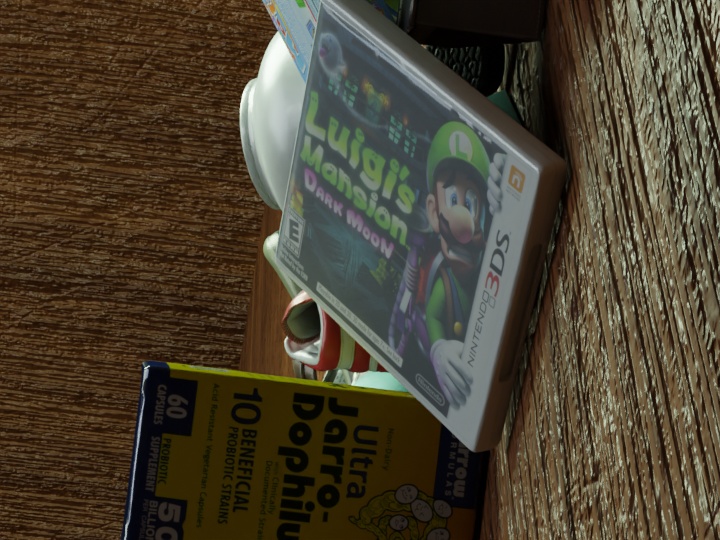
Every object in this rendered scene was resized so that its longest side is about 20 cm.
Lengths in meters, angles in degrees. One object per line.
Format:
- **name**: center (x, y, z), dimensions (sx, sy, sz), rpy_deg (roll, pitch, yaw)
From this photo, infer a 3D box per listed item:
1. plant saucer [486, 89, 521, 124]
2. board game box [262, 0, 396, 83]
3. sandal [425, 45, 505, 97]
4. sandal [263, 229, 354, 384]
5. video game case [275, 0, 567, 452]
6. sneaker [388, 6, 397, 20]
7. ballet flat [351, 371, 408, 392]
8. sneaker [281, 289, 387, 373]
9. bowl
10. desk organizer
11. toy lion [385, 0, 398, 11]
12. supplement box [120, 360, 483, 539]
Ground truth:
- **plant saucer**: center (0.081, -0.046, 1.393), dimensions (0.200, 0.019, 0.071), rpy_deg (-98, 16, -72)
- **board game box**: center (-0.015, -0.143, 1.478), dimensions (0.152, 0.036, 0.200), rpy_deg (63, 171, -5)
- **sandal**: center (0.069, -0.207, 1.511), dimensions (0.075, 0.048, 0.202), rpy_deg (14, 109, 50)
- **sandal**: center (-0.019, 0.059, 1.700), dimensions (0.057, 0.080, 0.202), rpy_deg (-41, 55, 15)
- **video game case**: center (0.026, -0.029, 1.342), dimensions (0.200, 0.023, 0.183), rpy_deg (43, 133, 39)
- **sneaker**: center (0.046, -0.276, 1.721), dimensions (0.111, 0.076, 0.202), rpy_deg (35, -111, -86)
- **ballet flat**: center (0.026, 0.078, 1.595), dimensions (0.201, 0.069, 0.070), rpy_deg (-93, 12, -58)
- **sneaker**: center (0.000, 0.000, 1.581), dimensions (0.200, 0.111, 0.072), rpy_deg (-103, 17, -57)
- **bowl**: center (-0.027, -0.098, 1.749), dimensions (0.201, 0.090, 0.203), rpy_deg (-9, -90, -71)
- **desk organizer**: center (0.071, -0.228, 1.408), dimensions (0.072, 0.076, 0.202), rpy_deg (149, 128, -83)
- **toy lion**: center (-0.024, -0.232, 1.634), dimensions (0.069, 0.192, 0.200), rpy_deg (-50, -30, 5)
- **supplement box**: center (-0.035, 0.119, 1.426), dimensions (0.110, 0.198, 0.110), rpy_deg (176, 100, -84)
